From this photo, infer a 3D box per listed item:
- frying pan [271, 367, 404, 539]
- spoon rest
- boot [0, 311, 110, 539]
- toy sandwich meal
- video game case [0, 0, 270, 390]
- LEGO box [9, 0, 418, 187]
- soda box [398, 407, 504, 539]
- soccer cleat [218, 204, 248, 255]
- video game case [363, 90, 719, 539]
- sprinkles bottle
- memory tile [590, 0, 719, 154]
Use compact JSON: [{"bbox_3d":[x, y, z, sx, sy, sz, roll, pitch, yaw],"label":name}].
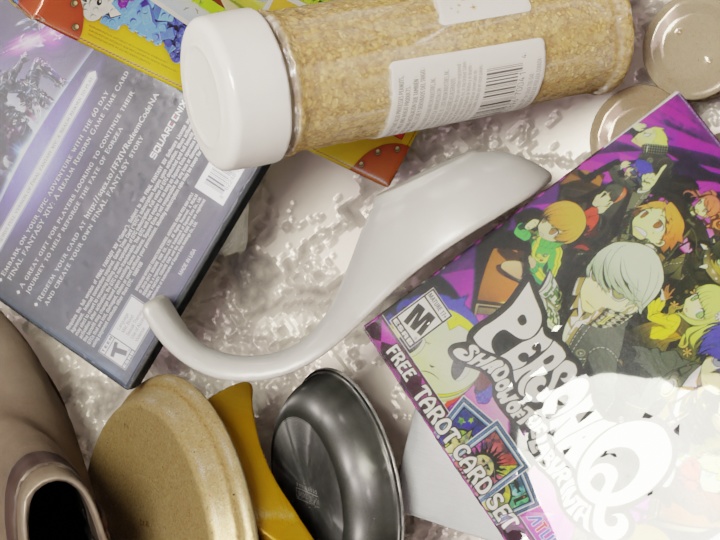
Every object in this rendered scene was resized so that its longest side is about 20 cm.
[{"bbox_3d":[-0.017,0.138,0.898,0.115,0.031,0.190,44,136,48],"label":"frying pan"},{"bbox_3d":[0.000,0.000,0.854,0.200,0.099,0.061,-24,94,4],"label":"spoon rest"},{"bbox_3d":[-0.158,0.102,0.876,0.070,0.146,0.200,-23,94,-16],"label":"boot"},{"bbox_3d":[-0.073,0.148,0.896,0.205,0.070,0.206,4,95,59],"label":"toy sandwich meal"},{"bbox_3d":[-0.157,-0.055,0.901,0.200,0.019,0.143,34,101,11],"label":"video game case"},{"bbox_3d":[-0.044,-0.149,0.842,0.149,0.200,0.077,-62,33,8],"label":"LEGO box"},{"bbox_3d":[0.120,0.107,0.846,0.200,0.063,0.068,16,93,20],"label":"soda box"},{"bbox_3d":[-0.150,-0.027,0.945,0.200,0.070,0.086,-9,96,22],"label":"soccer cleat"},{"bbox_3d":[0.127,0.052,0.797,0.181,0.036,0.200,-36,70,7],"label":"video game case"},{"bbox_3d":[0.022,-0.095,0.812,0.200,0.068,0.068,-13,82,-22],"label":"sprinkles bottle"},{"bbox_3d":[0.191,-0.027,0.827,0.200,0.017,0.153,33,101,27],"label":"memory tile"}]
